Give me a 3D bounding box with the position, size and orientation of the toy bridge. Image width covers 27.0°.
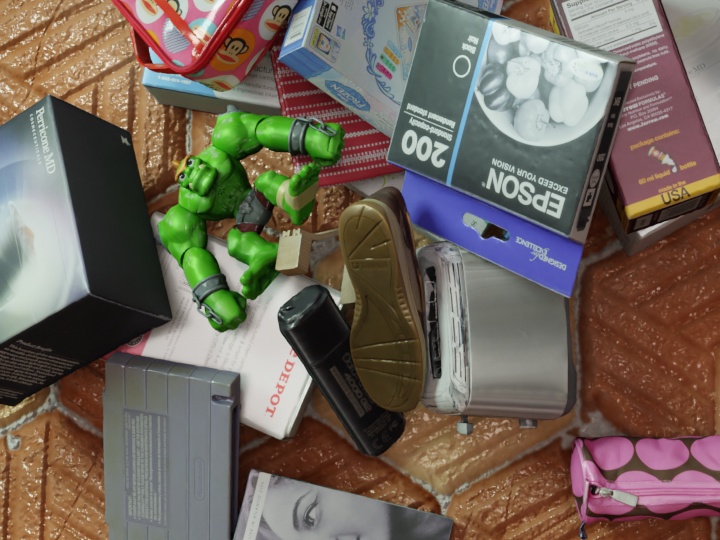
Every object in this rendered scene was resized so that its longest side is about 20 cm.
[{"bbox_3d":[0.000,0.000,1.353,0.027,0.199,0.068,-9,66,38],"label":"toy bridge"}]

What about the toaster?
[{"bbox_3d":[0.115,0.044,1.344,0.127,0.113,0.203,-2,88,-23],"label":"toaster"}]

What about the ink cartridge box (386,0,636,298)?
[{"bbox_3d":[0.114,-0.104,1.238,0.197,0.043,0.203,25,111,35],"label":"ink cartridge box"}]

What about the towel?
[{"bbox_3d":[-0.012,-0.183,1.379,0.143,0.022,0.203,-12,92,-16],"label":"towel"}]

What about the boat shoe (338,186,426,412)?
[{"bbox_3d":[0.030,0.024,1.307,0.071,0.072,0.203,1,114,29],"label":"boat shoe"}]

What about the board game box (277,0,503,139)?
[{"bbox_3d":[0.034,-0.227,1.346,0.198,0.043,0.202,31,62,-31],"label":"board game box"}]

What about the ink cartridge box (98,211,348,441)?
[{"bbox_3d":[-0.126,0.054,1.396,0.198,0.083,0.148,23,86,7],"label":"ink cartridge box"}]

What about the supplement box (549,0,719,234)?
[{"bbox_3d":[0.229,-0.143,1.253,0.085,0.110,0.203,-19,82,6],"label":"supplement box"}]

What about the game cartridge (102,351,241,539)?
[{"bbox_3d":[-0.173,0.177,1.365,0.128,0.038,0.203,11,113,18],"label":"game cartridge"}]

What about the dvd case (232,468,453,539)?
[{"bbox_3d":[-0.025,0.278,1.373,0.197,0.016,0.151,15,85,-9],"label":"dvd case"}]

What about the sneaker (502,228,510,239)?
[{"bbox_3d":[0.134,-0.109,1.333,0.077,0.066,0.202,2,56,-23],"label":"sneaker"}]

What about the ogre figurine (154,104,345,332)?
[{"bbox_3d":[-0.108,-0.058,1.330,0.119,0.098,0.202,30,110,22],"label":"ogre figurine"}]

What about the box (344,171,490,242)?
[{"bbox_3d":[0.056,-0.121,1.424,0.199,0.036,0.145,31,87,5],"label":"box"}]

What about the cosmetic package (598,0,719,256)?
[{"bbox_3d":[0.286,-0.154,1.367,0.198,0.123,0.202,-29,81,1],"label":"cosmetic package"}]

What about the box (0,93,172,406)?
[{"bbox_3d":[-0.296,-0.016,1.344,0.197,0.123,0.202,-27,64,22],"label":"box"}]

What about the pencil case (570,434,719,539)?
[{"bbox_3d":[0.289,0.189,1.344,0.197,0.094,0.092,-4,84,3],"label":"pencil case"}]

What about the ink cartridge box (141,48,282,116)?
[{"bbox_3d":[-0.116,-0.254,1.428,0.142,0.085,0.203,10,84,6],"label":"ink cartridge box"}]

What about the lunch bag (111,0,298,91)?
[{"bbox_3d":[-0.148,-0.257,1.324,0.177,0.082,0.200,-53,54,16],"label":"lunch bag"}]

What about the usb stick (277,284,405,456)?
[{"bbox_3d":[-0.015,0.092,1.344,0.055,0.201,0.033,-41,40,-12],"label":"usb stick"}]
